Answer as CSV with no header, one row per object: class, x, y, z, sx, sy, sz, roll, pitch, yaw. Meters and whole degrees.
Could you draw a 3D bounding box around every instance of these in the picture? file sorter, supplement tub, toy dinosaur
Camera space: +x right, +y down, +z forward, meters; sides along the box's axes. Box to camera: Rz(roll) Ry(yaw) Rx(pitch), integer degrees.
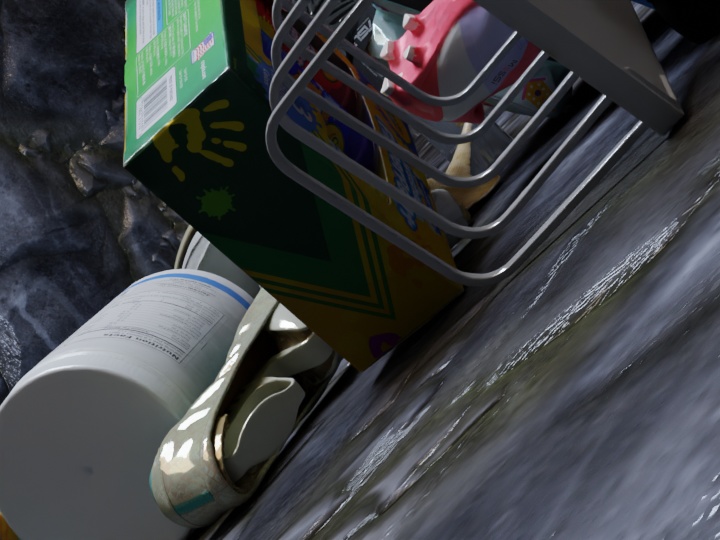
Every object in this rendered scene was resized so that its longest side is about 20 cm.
file sorter,0.037,-0.107,0.708,0.125,0.139,0.200,-50,21,24
supplement tub,-0.129,0.085,0.944,0.132,0.132,0.200,-44,4,19
toy dinosaur,0.053,-0.045,1.073,0.101,0.058,0.200,-29,17,19

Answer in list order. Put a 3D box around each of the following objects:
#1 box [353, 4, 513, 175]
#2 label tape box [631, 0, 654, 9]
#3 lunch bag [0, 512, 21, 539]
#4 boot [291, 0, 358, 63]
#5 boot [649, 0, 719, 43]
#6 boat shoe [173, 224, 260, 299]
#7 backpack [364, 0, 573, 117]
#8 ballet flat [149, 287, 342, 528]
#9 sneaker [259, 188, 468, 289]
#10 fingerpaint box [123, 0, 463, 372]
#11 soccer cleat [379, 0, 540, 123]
box,0.050,-0.146,1.270,0.048,0.158,0.200,-47,3,7
label tape box,0.201,-0.195,0.823,0.200,0.066,0.143,-51,4,-14
lunch bag,-0.242,0.213,0.907,0.170,0.122,0.200,-47,7,14
boot,-0.031,-0.080,1.086,0.165,0.065,0.200,-87,-5,-48
boot,0.161,-0.222,0.708,0.200,0.165,0.066,-47,-12,-14
boat shoe,-0.096,0.049,1.090,0.068,0.074,0.200,-113,28,-54
backpack,0.099,-0.193,1.077,0.200,0.175,0.154,-43,-31,-64
ballet flat,-0.044,0.063,0.848,0.062,0.067,0.200,-24,25,40
sneaker,0.000,0.000,0.974,0.081,0.075,0.200,-39,8,-28
fingerpaint box,-0.039,-0.070,0.806,0.073,0.167,0.200,-39,28,15
soccer cleat,0.083,-0.151,0.872,0.200,0.076,0.067,-46,37,46
